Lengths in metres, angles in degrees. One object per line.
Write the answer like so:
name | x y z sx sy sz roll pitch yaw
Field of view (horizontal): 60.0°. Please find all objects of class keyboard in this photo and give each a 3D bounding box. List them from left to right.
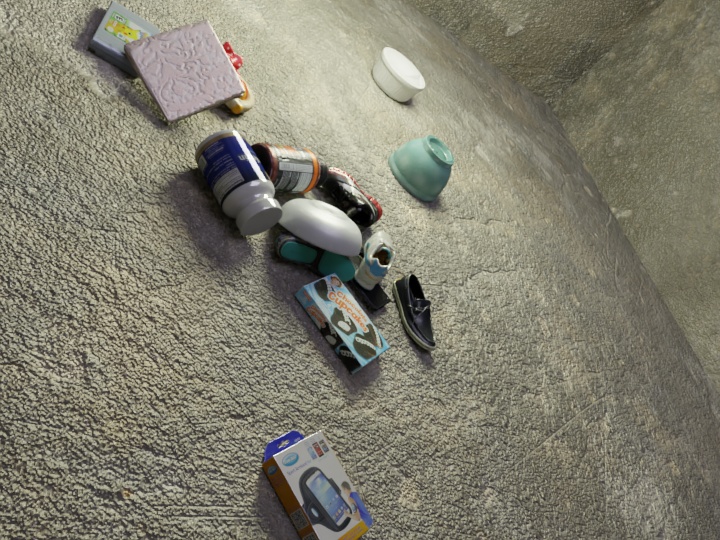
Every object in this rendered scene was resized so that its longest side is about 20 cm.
keyboard | 0.000 0.000 1.455 0.200 0.021 0.127 53 34 7

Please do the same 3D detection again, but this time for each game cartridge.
game cartridge | -0.516 -0.515 1.391 0.133 0.040 0.200 30 37 -31

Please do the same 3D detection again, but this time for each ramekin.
ramekin | 0.132 -0.703 2.269 0.202 0.094 0.203 30 36 -25

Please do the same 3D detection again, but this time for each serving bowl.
serving bowl | -0.081 -0.106 1.356 0.200 0.066 0.200 24 15 -7

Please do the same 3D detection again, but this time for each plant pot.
plant pot | 0.204 -0.331 1.927 0.200 0.134 0.200 29 38 -25

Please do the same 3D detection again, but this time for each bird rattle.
bird rattle | -0.327 -0.456 1.523 0.163 0.113 0.200 52 18 -14

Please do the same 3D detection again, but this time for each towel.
towel | -0.378 -0.435 1.360 0.200 0.032 0.191 -30 93 -27

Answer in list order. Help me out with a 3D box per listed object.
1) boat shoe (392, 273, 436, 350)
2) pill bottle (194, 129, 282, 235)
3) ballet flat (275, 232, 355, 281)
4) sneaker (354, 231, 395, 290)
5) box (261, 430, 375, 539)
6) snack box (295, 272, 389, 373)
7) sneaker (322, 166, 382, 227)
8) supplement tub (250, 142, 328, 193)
boat shoe | 0.135 0.094 1.472 0.075 0.062 0.200 13 48 -44
pill bottle | -0.246 -0.178 1.273 0.116 0.116 0.200 -10 64 -53
ballet flat | -0.097 -0.036 1.344 0.200 0.072 0.072 23 40 -35
sneaker | 0.049 -0.035 1.455 0.076 0.081 0.200 36 34 -12
box | -0.071 0.347 0.994 0.119 0.041 0.200 -14 68 -53
snack box | -0.035 0.105 1.288 0.200 0.037 0.116 53 33 8
sneaker | -0.031 -0.180 1.558 0.200 0.071 0.098 41 31 -13
supplement tub | -0.166 -0.231 1.429 0.200 0.107 0.107 -5 60 -52
